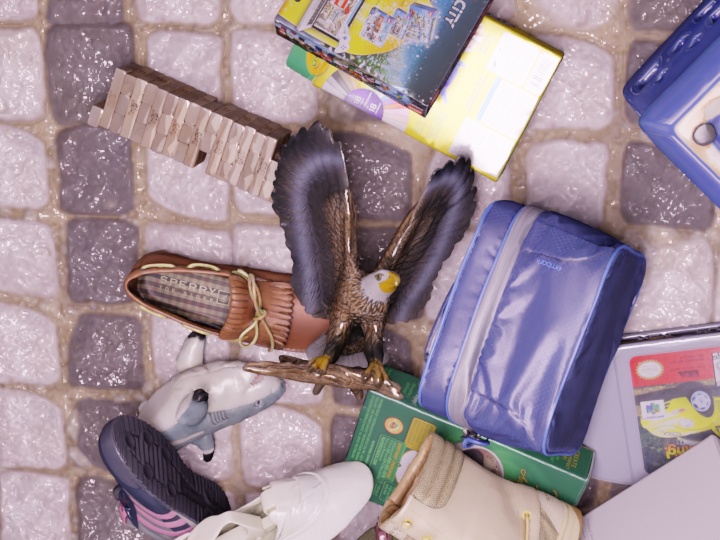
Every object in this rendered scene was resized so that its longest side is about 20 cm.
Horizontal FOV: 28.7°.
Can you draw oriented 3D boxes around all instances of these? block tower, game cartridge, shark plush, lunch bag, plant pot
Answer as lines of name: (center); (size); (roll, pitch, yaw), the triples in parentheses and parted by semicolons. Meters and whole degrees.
block tower: (-0.126, -0.115, 1.189); (0.199, 0.054, 0.058); (22, 107, 5)
game cartridge: (0.279, 0.113, 1.174); (0.199, 0.041, 0.134); (-9, 106, 14)
shark plush: (-0.157, 0.152, 1.261); (0.083, 0.091, 0.200); (31, 106, -29)
lunch bag: (0.127, 0.051, 1.116); (0.132, 0.136, 0.201); (21, 90, 23)
plant pot: (0.322, -0.121, 1.028); (0.200, 0.180, 0.200); (44, 109, -2)

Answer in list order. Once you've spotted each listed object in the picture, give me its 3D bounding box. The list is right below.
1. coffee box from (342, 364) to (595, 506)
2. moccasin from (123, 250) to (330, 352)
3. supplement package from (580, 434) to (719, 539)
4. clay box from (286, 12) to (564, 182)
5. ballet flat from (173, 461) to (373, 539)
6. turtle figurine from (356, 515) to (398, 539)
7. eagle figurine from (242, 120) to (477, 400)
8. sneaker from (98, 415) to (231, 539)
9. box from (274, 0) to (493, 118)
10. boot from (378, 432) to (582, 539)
coffee box: (0.088, 0.171, 1.208); (0.199, 0.044, 0.123); (21, 125, 7)
moccasin: (-0.104, 0.028, 1.207); (0.200, 0.078, 0.074); (19, 104, 4)
supplement package: (0.253, 0.253, 1.143); (0.200, 0.122, 0.120); (-37, 124, 22)
clay box: (0.051, -0.170, 1.140); (0.199, 0.048, 0.115); (29, 107, 4)
ballet flat: (-0.083, 0.217, 1.199); (0.199, 0.069, 0.070); (-31, 96, 13)
turtle figurine: (0.025, 0.262, 1.210); (0.199, 0.150, 0.101); (-7, 89, 3)
eagle figurine: (0.005, -0.001, 1.124); (0.150, 0.151, 0.201); (-2, 73, 37)
sneaker: (-0.188, 0.196, 1.228); (0.082, 0.070, 0.200); (-17, 139, 16)
box: (0.041, -0.239, 1.087); (0.136, 0.038, 0.201); (30, 83, 3)
boot: (0.076, 0.245, 1.108); (0.155, 0.073, 0.201); (30, 70, -12)
